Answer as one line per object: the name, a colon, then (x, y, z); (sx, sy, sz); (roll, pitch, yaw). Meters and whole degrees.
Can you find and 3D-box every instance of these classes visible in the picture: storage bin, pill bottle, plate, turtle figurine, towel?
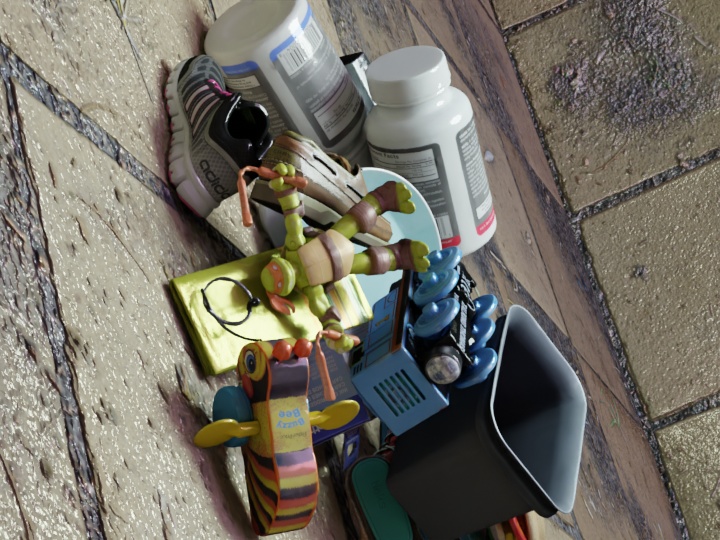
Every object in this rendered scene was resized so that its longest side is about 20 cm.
storage bin: (0.112, 0.152, 1.635); (0.146, 0.134, 0.200); (51, 29, -19)
pill bottle: (-0.063, -0.175, 1.857); (0.200, 0.113, 0.114); (58, 16, -33)
pill bottle: (0.066, -0.118, 1.855); (0.111, 0.110, 0.201); (-88, 165, -61)
plate: (0.000, 0.000, 1.782); (0.200, 0.026, 0.201); (-6, 99, -40)
turtle figurine: (-0.021, -0.003, 1.519); (0.161, 0.064, 0.201); (-21, 88, -32)
towel: (-0.072, 0.026, 1.517); (0.200, 0.018, 0.086); (-18, 79, -48)

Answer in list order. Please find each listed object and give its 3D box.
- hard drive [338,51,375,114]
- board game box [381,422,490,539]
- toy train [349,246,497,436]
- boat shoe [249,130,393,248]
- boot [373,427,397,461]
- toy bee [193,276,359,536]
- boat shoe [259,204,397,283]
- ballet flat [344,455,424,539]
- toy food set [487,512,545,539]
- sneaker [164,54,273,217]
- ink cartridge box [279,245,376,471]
hard drive: (-0.005, -0.133, 1.975); (0.033, 0.139, 0.201); (-44, 115, -38)
board game box: (0.086, 0.227, 1.899); (0.200, 0.047, 0.151); (60, 15, -25)
toy train: (0.055, 0.055, 1.607); (0.087, 0.114, 0.200); (53, 18, -19)
boat shoe: (-0.020, -0.067, 1.609); (0.200, 0.072, 0.068); (26, 81, -62)
boot: (0.042, 0.141, 1.739); (0.144, 0.072, 0.201); (-10, 82, -44)
toy bee: (-0.072, 0.096, 1.387); (0.131, 0.109, 0.201); (-31, 89, -32)
boat shoe: (-0.037, -0.021, 1.815); (0.200, 0.072, 0.068); (40, -7, -34)
ballet flat: (0.034, 0.261, 1.620); (0.067, 0.068, 0.201); (107, -29, -66)
toy food set: (0.137, 0.201, 1.847); (0.200, 0.048, 0.199); (80, -8, -52)
sneaker: (-0.119, -0.130, 1.622); (0.074, 0.087, 0.200); (56, 17, -36)
ink cartridge box: (-0.033, 0.075, 1.636); (0.201, 0.076, 0.136); (65, 14, 2)
